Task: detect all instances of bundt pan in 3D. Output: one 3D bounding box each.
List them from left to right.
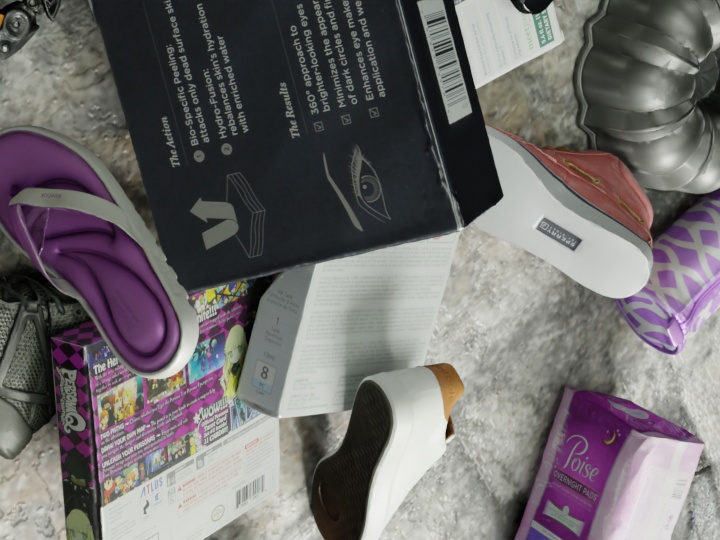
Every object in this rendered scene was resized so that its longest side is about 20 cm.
[{"bbox_3d":[0.267,-0.149,1.472,0.201,0.076,0.203,-11,111,-30],"label":"bundt pan"}]

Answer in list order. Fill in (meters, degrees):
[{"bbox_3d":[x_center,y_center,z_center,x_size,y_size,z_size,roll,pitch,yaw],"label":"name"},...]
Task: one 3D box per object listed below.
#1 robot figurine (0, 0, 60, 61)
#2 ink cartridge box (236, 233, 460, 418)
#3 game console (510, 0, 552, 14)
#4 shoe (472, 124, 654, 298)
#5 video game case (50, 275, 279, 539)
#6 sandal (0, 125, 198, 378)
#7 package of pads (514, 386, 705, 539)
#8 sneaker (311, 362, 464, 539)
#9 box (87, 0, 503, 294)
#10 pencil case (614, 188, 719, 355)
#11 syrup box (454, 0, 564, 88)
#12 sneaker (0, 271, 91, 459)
[{"bbox_3d":[-0.232,-0.227,1.143,0.144,0.058,0.201,20,94,-35],"label":"robot figurine"},{"bbox_3d":[0.000,0.000,1.336,0.160,0.047,0.201,-1,108,-52],"label":"ink cartridge box"},{"bbox_3d":[0.152,-0.290,1.238,0.176,0.116,0.200,-50,128,-23],"label":"game console"},{"bbox_3d":[0.136,-0.063,1.427,0.199,0.091,0.072,33,124,-11],"label":"shoe"},{"bbox_3d":[-0.126,0.101,1.281,0.200,0.036,0.183,-28,123,-51],"label":"video game case"},{"bbox_3d":[-0.174,-0.018,1.169,0.083,0.203,0.050,-53,159,18],"label":"sandal"},{"bbox_3d":[0.187,0.204,1.508,0.075,0.120,0.201,14,98,-34],"label":"package of pads"},{"bbox_3d":[0.025,0.139,1.371,0.084,0.073,0.200,-16,150,-31],"label":"sneaker"},{"bbox_3d":[-0.037,-0.108,1.180,0.117,0.199,0.198,-33,110,-69],"label":"box"},{"bbox_3d":[0.294,-0.018,1.526,0.200,0.085,0.084,-41,128,-14],"label":"pencil case"},{"bbox_3d":[0.035,-0.157,1.320,0.199,0.081,0.079,-30,118,-22],"label":"syrup box"},{"bbox_3d":[-0.242,0.019,1.208,0.114,0.076,0.200,-45,126,-14],"label":"sneaker"}]
